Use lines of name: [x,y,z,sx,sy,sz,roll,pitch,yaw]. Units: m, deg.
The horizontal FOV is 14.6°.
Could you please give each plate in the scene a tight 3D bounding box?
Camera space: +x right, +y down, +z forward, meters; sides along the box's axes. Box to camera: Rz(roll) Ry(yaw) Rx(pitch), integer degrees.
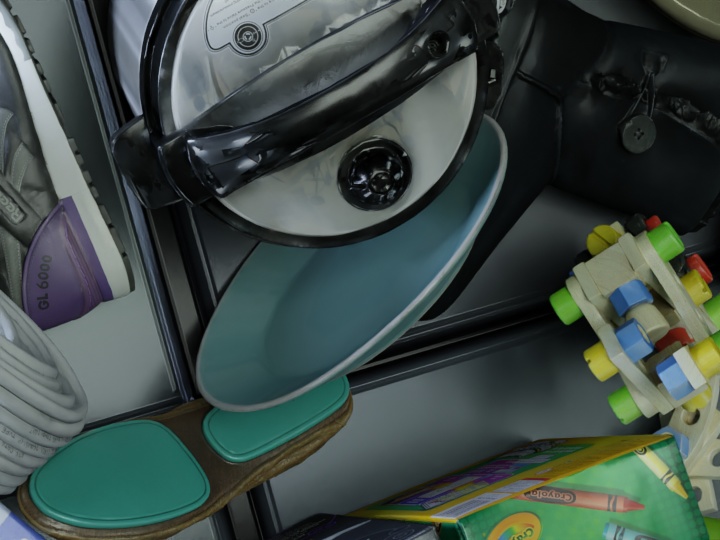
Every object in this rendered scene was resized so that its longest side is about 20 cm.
plate: [0.000,0.000,1.401,0.026,0.200,0.200,46,76,-23]

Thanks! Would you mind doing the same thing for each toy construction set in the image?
toy construction set: [0.161,0.045,1.464,0.092,0.200,0.131,-27,60,0]

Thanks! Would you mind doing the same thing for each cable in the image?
cable: [-0.216,0.020,1.309,0.200,0.200,0.069,44,91,-7]

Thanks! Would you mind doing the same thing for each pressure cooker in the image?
pressure cooker: [-0.027,-0.105,1.375,0.178,0.200,0.176,16,104,-17]

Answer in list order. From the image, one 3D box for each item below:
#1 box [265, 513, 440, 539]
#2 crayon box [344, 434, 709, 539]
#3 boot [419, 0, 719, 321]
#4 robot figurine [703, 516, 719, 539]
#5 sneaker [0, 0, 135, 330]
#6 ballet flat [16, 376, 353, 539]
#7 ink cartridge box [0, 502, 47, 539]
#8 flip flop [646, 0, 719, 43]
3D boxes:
box: [-0.022,0.192,1.378,0.122,0.200,0.106,-26,94,-16]
crayon box: [0.078,0.129,1.412,0.119,0.200,0.058,-20,91,-16]
boot: [0.111,-0.045,1.495,0.168,0.076,0.201,19,92,-22]
robot figurine: [0.166,0.217,1.476,0.199,0.116,0.176,6,91,-16]
sneaker: [-0.192,-0.062,1.411,0.087,0.076,0.200,-25,94,-10]
ballet flat: [-0.091,0.101,1.417,0.200,0.072,0.068,-27,68,-36]
ink cartridge box: [-0.221,0.101,1.365,0.200,0.119,0.042,43,78,-10]
flip flop: [0.141,-0.191,1.514,0.200,0.058,0.081,33,78,2]
